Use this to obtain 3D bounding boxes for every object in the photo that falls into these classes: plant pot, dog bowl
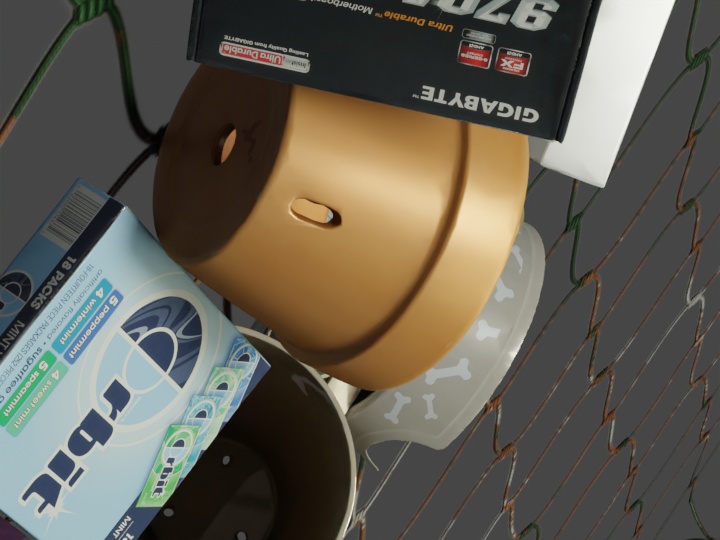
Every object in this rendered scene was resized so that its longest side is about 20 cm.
[{"bbox_3d":[-0.023,-0.049,1.309,0.140,0.200,0.201,21,106,-31],"label":"plant pot"},{"bbox_3d":[0.040,0.038,1.604,0.200,0.059,0.201,-47,-156,28],"label":"dog bowl"},{"bbox_3d":[-0.098,0.143,1.531,0.188,0.187,0.200,-53,175,-10],"label":"plant pot"}]

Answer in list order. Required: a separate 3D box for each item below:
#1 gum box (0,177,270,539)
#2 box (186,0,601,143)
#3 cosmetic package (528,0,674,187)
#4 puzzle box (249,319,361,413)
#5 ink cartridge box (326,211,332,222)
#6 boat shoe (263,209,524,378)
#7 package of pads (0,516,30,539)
[{"bbox_3d":[-0.154,0.069,1.344,0.170,0.044,0.200,-53,144,-10],"label":"gum box"},{"bbox_3d":[0.022,-0.157,1.159,0.046,0.199,0.160,-76,179,-50],"label":"box"},{"bbox_3d":[0.157,-0.164,1.550,0.151,0.051,0.201,-132,-118,-76],"label":"cosmetic package"},{"bbox_3d":[0.000,0.000,1.598,0.025,0.133,0.201,31,93,-31],"label":"puzzle box"},{"bbox_3d":[0.036,-0.097,1.514,0.200,0.050,0.109,-44,180,7],"label":"ink cartridge box"},{"bbox_3d":[0.011,0.001,1.504,0.200,0.073,0.065,-39,166,13],"label":"boat shoe"},{"bbox_3d":[-0.268,0.246,1.395,0.200,0.076,0.121,-38,158,-44],"label":"package of pads"}]
